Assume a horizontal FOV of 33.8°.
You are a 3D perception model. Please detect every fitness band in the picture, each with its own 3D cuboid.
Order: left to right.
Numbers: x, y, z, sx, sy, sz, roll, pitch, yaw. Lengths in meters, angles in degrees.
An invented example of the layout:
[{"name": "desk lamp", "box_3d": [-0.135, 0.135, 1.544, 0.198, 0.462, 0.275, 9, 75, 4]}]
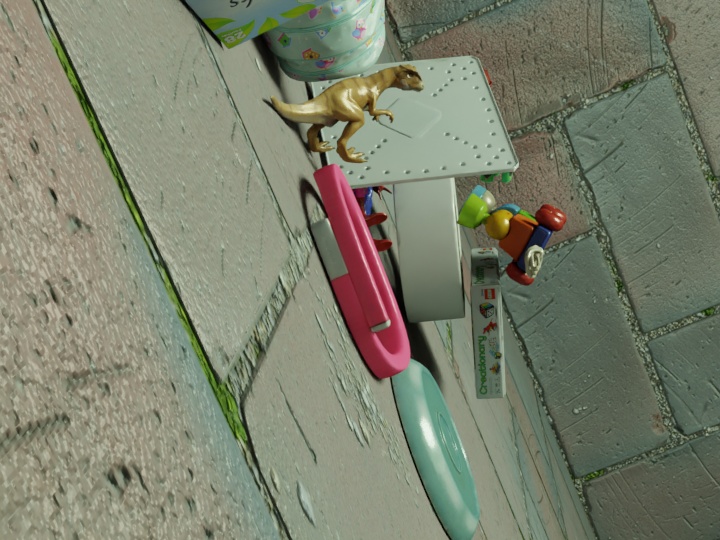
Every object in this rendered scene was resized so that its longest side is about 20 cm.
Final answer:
[{"name": "fitness band", "box_3d": [0.000, 0.000, 1.095, 0.144, 0.037, 0.203, -21, 91, -81]}]

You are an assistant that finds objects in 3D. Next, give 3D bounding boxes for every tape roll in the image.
[{"name": "tape roll", "box_3d": [0.082, -0.042, 1.402, 0.202, 0.069, 0.207, -6, 90, -84]}]

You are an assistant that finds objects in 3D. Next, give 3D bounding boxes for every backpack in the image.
[{"name": "backpack", "box_3d": [-0.037, -0.285, 1.180, 0.202, 0.164, 0.128, -92, 164, -48]}]

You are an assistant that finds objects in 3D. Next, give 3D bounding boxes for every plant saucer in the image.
[{"name": "plant saucer", "box_3d": [0.080, 0.177, 1.193, 0.200, 0.027, 0.203, -22, 91, -80]}]

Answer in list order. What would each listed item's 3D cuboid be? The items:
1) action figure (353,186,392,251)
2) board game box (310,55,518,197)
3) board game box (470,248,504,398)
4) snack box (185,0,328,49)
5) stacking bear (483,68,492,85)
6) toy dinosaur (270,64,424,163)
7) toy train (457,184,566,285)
[{"name": "action figure", "box_3d": [0.001, -0.110, 1.308, 0.066, 0.051, 0.202, 70, 3, -48]}, {"name": "board game box", "box_3d": [0.053, -0.157, 1.289, 0.026, 0.196, 0.202, 91, -10, -45]}, {"name": "board game box", "box_3d": [0.148, 0.056, 1.388, 0.200, 0.034, 0.129, -66, 152, -77]}, {"name": "snack box", "box_3d": [-0.051, -0.264, 0.886, 0.169, 0.197, 0.069, 42, 27, -71]}, {"name": "stacking bear", "box_3d": [0.247, -0.471, 3.106, 0.122, 0.197, 0.115, -100, 165, -53]}, {"name": "toy dinosaur", "box_3d": [-0.028, -0.157, 1.151, 0.060, 0.198, 0.108, 37, -44, 35]}, {"name": "toy train", "box_3d": [0.158, -0.046, 1.314, 0.115, 0.086, 0.200, 30, 12, 8]}]
